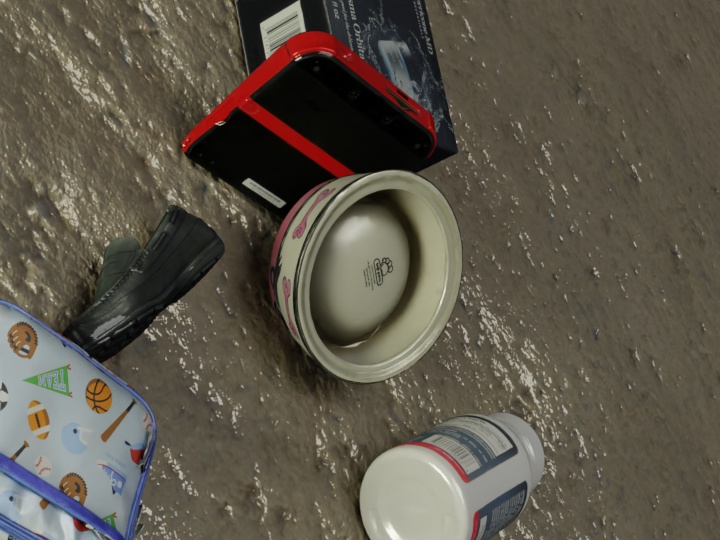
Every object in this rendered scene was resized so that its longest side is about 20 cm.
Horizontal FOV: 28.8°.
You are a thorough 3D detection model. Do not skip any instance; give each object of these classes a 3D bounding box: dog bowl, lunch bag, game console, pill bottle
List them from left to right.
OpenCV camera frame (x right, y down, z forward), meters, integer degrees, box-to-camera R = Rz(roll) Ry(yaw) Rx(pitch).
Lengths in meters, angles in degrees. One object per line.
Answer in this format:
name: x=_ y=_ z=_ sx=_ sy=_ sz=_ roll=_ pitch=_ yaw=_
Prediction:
lunch bag: x=-0.233 y=0.129 z=0.986 sx=0.200 sy=0.075 sz=0.162 roll=41 pitch=44 yaw=-32
game console: x=-0.041 y=-0.122 z=1.308 sx=0.199 sy=0.176 sz=0.031 roll=32 pitch=32 yaw=-40
dog bowl: x=0.000 y=0.000 z=1.312 sx=0.198 sy=0.073 sz=0.203 roll=-11 pitch=109 yaw=-36
pill bottle: x=0.098 y=0.206 z=1.360 sx=0.199 sy=0.119 sz=0.121 roll=-15 pitch=83 yaw=-56

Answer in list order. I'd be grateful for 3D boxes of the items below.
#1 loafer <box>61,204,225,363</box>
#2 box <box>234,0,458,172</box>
loafer: x=-0.185 y=0.010 z=1.132 sx=0.070 sy=0.068 sz=0.201 roll=44 pitch=39 yaw=-1
box: x=-0.014 y=-0.207 z=1.443 sx=0.199 sy=0.116 sz=0.200 roll=11 pitch=63 yaw=-53
